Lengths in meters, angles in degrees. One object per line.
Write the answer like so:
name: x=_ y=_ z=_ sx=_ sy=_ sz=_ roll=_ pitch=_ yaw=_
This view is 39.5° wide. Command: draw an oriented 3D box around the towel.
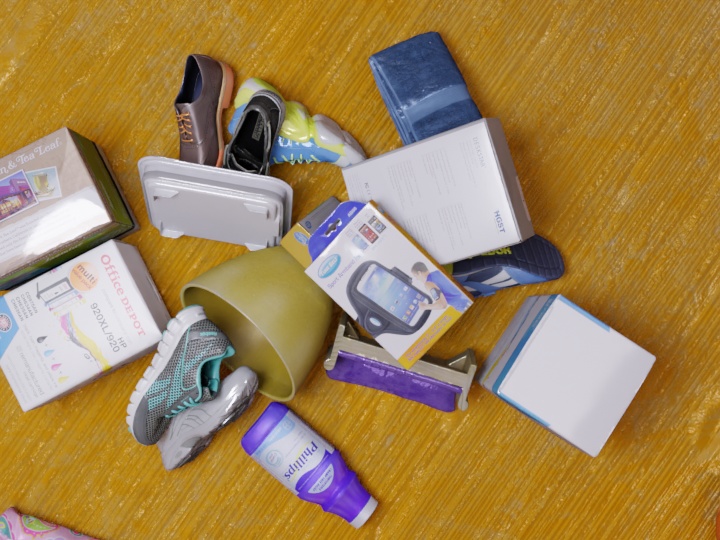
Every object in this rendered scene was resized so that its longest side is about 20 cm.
towel: x=0.093 y=-0.223 z=1.343 sx=0.111 sy=0.049 sz=0.201 roll=-23 pitch=69 yaw=2

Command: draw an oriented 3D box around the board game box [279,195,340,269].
board game box: x=0.000 y=0.000 z=1.321 sx=0.200 sy=0.153 sz=0.040 roll=45 pitch=113 yaw=0

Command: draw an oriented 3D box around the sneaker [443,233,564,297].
sneaker: x=0.181 y=-0.006 z=1.370 sx=0.199 sy=0.082 sz=0.074 roll=1 pitch=57 yaw=-16

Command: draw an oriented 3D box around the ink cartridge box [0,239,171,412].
ink cartridge box: x=-0.364 y=0.069 z=1.315 sx=0.199 sy=0.145 sz=0.148 roll=-28 pitch=89 yaw=-2

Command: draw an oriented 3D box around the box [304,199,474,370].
box: x=0.027 y=0.010 z=1.220 sx=0.200 sy=0.041 sz=0.119 roll=43 pitch=101 yaw=-3

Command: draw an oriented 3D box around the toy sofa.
toy sofa: x=0.051 y=0.134 z=1.346 sx=0.199 sy=0.083 sz=0.098 roll=17 pitch=101 yaw=-1

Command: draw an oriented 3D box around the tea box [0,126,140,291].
tea box: x=-0.414 y=-0.073 z=1.290 sx=0.199 sy=0.197 sz=0.134 roll=-26 pitch=90 yaw=-1

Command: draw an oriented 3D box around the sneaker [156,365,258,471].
sneaker: x=-0.219 y=0.178 z=1.328 sx=0.200 sy=0.078 sz=0.100 roll=-43 pitch=80 yaw=24

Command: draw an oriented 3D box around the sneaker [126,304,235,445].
sneaker: x=-0.224 y=0.147 z=1.261 sx=0.091 sy=0.077 sz=0.201 roll=33 pitch=109 yaw=20

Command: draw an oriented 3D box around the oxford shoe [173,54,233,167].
oxford shoe: x=-0.226 y=-0.191 z=1.347 sx=0.071 sy=0.073 sz=0.201 roll=2 pitch=82 yaw=33

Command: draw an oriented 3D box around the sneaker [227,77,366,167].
sneaker: x=-0.092 y=-0.173 z=1.372 sx=0.199 sy=0.076 sz=0.105 roll=34 pitch=109 yaw=-3

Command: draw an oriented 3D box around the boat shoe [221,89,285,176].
boat shoe: x=-0.152 y=-0.140 z=1.318 sx=0.070 sy=0.064 sz=0.201 roll=21 pitch=126 yaw=4

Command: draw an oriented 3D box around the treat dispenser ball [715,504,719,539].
treat dispenser ball: x=0.567 y=0.341 z=1.305 sx=0.199 sy=0.201 sz=0.202 roll=0 pitch=89 yaw=-1

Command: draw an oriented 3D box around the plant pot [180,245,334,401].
plant pot: x=-0.116 y=0.050 z=1.315 sx=0.200 sy=0.200 sz=0.142 roll=45 pitch=63 yaw=0

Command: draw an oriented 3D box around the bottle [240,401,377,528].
bottle: x=-0.066 y=0.268 z=1.359 sx=0.200 sy=0.065 sz=0.084 roll=41 pitch=87 yaw=0

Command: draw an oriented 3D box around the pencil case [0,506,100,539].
pencil case: x=-0.405 y=0.386 z=1.341 sx=0.199 sy=0.087 sz=0.088 roll=23 pitch=89 yaw=-2

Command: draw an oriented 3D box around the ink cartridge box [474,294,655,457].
ink cartridge box: x=0.257 y=0.129 z=1.301 sx=0.146 sy=0.200 sz=0.146 roll=33 pitch=87 yaw=-1

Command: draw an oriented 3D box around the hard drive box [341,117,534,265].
hard drive box: x=0.096 y=-0.086 z=1.257 sx=0.199 sy=0.077 sz=0.157 roll=-16 pitch=92 yaw=24

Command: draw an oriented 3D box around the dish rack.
dish rack: x=-0.190 y=-0.078 z=1.308 sx=0.199 sy=0.172 sz=0.044 roll=9 pitch=65 yaw=-2
